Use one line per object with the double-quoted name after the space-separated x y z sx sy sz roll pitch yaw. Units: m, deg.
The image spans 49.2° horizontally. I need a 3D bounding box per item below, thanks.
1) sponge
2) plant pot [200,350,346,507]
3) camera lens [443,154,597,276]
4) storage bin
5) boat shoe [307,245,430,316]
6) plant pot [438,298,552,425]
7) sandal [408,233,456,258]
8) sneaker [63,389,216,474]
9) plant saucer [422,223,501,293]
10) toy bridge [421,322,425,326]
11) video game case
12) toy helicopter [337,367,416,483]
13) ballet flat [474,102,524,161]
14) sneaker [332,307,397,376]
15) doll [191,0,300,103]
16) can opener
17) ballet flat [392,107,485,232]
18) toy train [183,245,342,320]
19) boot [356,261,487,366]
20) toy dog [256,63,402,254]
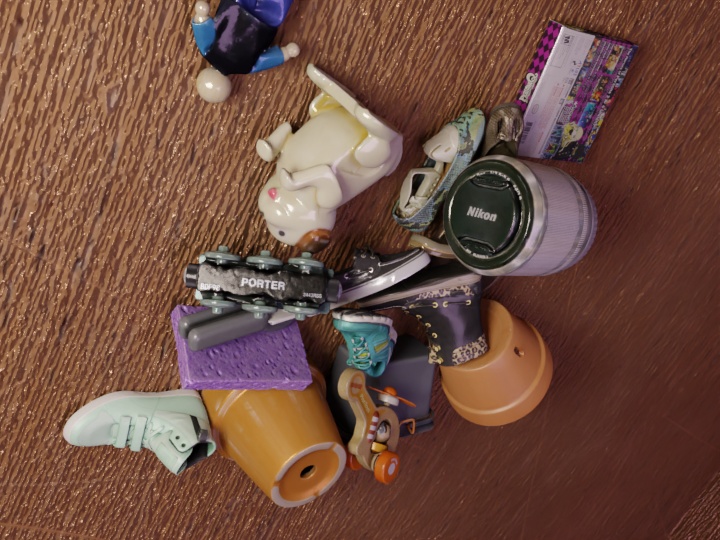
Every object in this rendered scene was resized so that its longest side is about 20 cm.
-0.162 0.109 1.083 0.198 0.113 0.030 8 143 -41 "sponge"
-0.117 0.240 1.170 0.198 0.183 0.202 -20 134 -22 "plant pot"
0.225 -0.073 1.109 0.199 0.160 0.161 1 124 -48 "camera lens"
0.039 0.193 1.298 0.198 0.145 0.136 -6 117 -34 "storage bin"
0.000 0.000 1.130 0.198 0.070 0.067 -22 97 8 "boat shoe"
0.212 0.142 1.333 0.200 0.200 0.140 -41 137 -2 "plant pot"
0.160 -0.045 1.202 0.198 0.080 0.055 7 97 -36 "sandal"
-0.294 0.227 1.074 0.198 0.118 0.074 -5 129 -33 "sneaker"
0.180 -0.032 1.293 0.198 0.029 0.202 -20 133 -23 "plant saucer"
0.176 0.015 1.286 0.199 0.027 0.068 -33 136 -10 "toy bridge"
0.315 -0.266 1.199 0.179 0.036 0.202 -1 124 -35 "video game case"
0.018 0.210 1.169 0.133 0.078 0.201 -52 137 -30 "toy helicopter"
0.204 -0.167 1.140 0.066 0.047 0.201 -3 156 0 "ballet flat"
0.010 0.104 1.136 0.200 0.076 0.081 49 53 -64 "sneaker"
-0.118 -0.270 0.854 0.136 0.049 0.201 19 110 -44 "doll"
-0.150 0.070 1.056 0.198 0.053 0.067 -13 131 -42 "can opener"
0.107 -0.144 1.117 0.074 0.074 0.202 10 115 -41 "ballet flat"
-0.122 0.018 1.003 0.197 0.114 0.087 5 87 -3 "toy train"
0.102 0.076 1.225 0.197 0.073 0.152 -14 113 0 "boot"
-0.050 -0.124 0.982 0.201 0.139 0.193 -51 157 11 "toy dog"
